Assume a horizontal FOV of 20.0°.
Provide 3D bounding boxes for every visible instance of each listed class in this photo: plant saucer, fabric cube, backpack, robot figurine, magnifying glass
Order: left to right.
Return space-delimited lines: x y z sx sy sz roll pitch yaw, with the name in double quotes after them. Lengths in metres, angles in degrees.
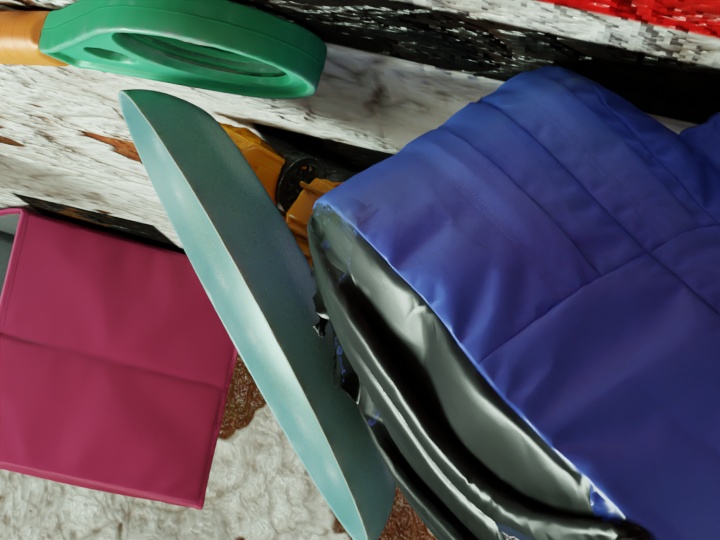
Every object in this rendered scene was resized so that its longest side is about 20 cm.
-0.227 0.071 1.640 0.199 0.201 0.196 16 173 -25 "fabric cube"
-0.096 -0.083 0.750 0.200 0.022 0.079 9 173 41 "magnifying glass"
-0.035 0.014 0.791 0.027 0.201 0.200 -28 180 -8 "plant saucer"
0.000 0.000 0.963 0.145 0.058 0.200 31 175 38 "robot figurine"
0.089 0.034 0.652 0.200 0.168 0.163 42 156 36 "backpack"
